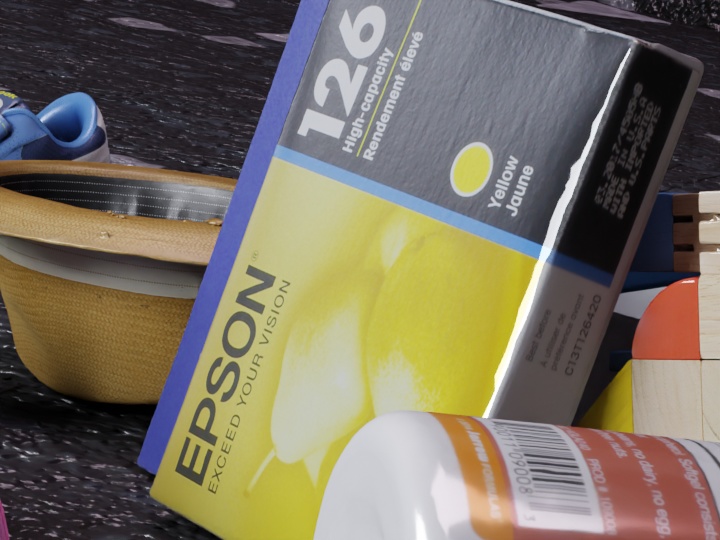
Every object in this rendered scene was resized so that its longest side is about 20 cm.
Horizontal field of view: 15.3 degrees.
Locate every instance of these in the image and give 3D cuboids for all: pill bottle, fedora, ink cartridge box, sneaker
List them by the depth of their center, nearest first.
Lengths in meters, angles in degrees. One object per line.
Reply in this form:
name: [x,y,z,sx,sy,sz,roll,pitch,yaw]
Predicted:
pill bottle: [0.091,0.100,0.680,0.198,0.113,0.112,7,11,-15]
ink cartridge box: [0.000,0.000,0.885,0.047,0.199,0.199,18,2,-44]
fedora: [-0.084,0.008,1.070,0.199,0.083,0.201,6,9,-1]
sneaker: [-0.194,-0.043,1.247,0.074,0.083,0.199,19,16,37]

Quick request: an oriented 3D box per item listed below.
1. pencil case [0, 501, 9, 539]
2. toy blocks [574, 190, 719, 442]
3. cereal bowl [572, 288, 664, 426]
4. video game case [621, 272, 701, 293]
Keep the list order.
pencil case: [-0.173,0.053,0.762,0.094,0.091,0.200,44,-11,-31]
toy blocks: [0.124,0.051,0.822,0.136,0.202,0.100,-1,1,38]
cereal bowl: [0.143,0.049,1.064,0.198,0.084,0.200,9,10,-2]
video game case: [0.171,-0.012,1.006,0.142,0.018,0.200,-9,-1,31]
